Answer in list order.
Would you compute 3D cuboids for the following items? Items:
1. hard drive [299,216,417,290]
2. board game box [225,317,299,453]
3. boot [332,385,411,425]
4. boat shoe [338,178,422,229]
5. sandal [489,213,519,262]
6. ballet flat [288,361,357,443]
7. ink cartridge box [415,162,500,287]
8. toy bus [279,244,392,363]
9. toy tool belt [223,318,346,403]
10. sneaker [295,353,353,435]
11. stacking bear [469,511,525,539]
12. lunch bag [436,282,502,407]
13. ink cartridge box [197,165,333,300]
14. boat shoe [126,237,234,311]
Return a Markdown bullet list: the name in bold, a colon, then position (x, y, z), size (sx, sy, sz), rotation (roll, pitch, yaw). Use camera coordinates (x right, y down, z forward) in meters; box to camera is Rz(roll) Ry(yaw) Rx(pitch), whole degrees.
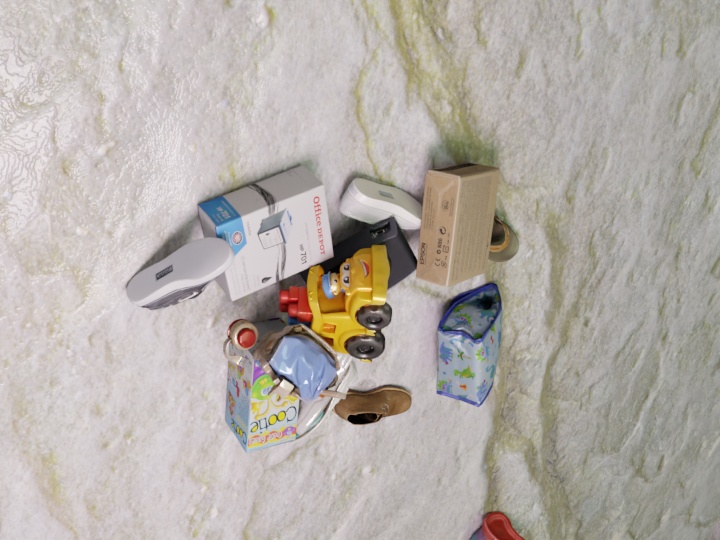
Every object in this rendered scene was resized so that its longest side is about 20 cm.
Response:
- **hard drive**: position (0.000, 0.000, 1.675), size (0.197, 0.043, 0.136), rotation (-28, 132, 5)
- **board game box**: position (-0.172, 0.204, 1.668), size (0.101, 0.105, 0.204), rotation (-9, 122, -30)
- **boot**: position (0.034, 0.282, 1.883), size (0.197, 0.075, 0.075), rotation (2, 114, -37)
- **boat shoe**: position (0.044, -0.103, 1.668), size (0.198, 0.073, 0.069), rotation (10, 132, -46)
- **sandal**: position (0.260, -0.076, 1.842), size (0.080, 0.054, 0.200), rotation (-45, 133, -4)
- **ballet flat**: position (-0.071, 0.258, 1.804), size (0.201, 0.069, 0.069), rotation (-53, 133, -2)
- **ink cartridge box**: position (0.178, -0.087, 1.707), size (0.164, 0.074, 0.205), rotation (-17, 116, -55)
- **toy bus**: position (-0.044, 0.050, 1.580), size (0.188, 0.138, 0.202), rotation (6, 142, -5)
- **toy tool belt**: position (-0.117, 0.149, 1.521), size (0.199, 0.122, 0.126), rotation (33, 87, -30)
- **sneaker**: position (-0.085, 0.204, 1.738), size (0.202, 0.087, 0.075), rotation (-60, 178, -14)
- **stacking bear**: position (0.305, 0.718, 2.319), size (0.112, 0.122, 0.202), rotation (9, 118, -40)
- **lunch bag**: position (0.234, 0.144, 1.912), size (0.200, 0.125, 0.173), rotation (-44, 141, -46)
- **ink cartridge box**: position (-0.152, -0.063, 1.536), size (0.197, 0.086, 0.149), rotation (-23, 128, -21)
- **boat shoe**: position (-0.272, 0.013, 1.468), size (0.197, 0.073, 0.068), rotation (-26, 146, 19)
